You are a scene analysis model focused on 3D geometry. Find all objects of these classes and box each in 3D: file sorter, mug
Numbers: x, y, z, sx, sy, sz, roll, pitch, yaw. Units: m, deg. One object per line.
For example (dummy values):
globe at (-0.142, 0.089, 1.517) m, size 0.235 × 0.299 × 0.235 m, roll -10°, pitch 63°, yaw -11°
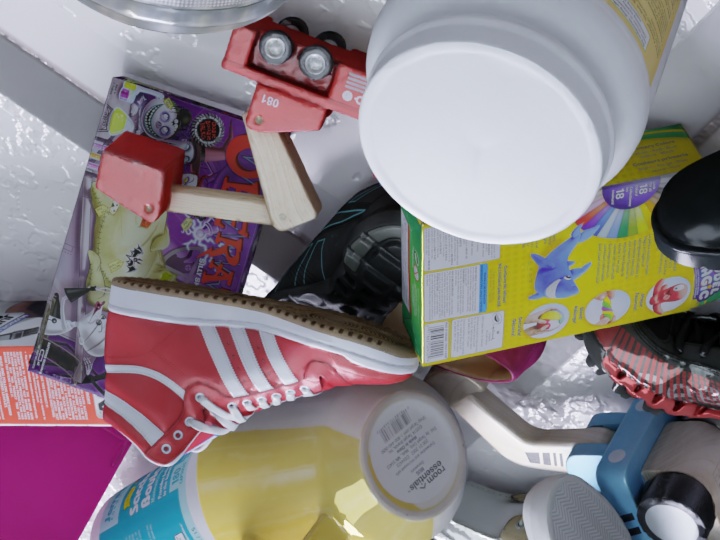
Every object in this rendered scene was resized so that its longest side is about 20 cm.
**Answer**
file sorter at (-0.306, 0.155, 1.470) m, size 0.200 × 0.139 × 0.125 m, roll 32°, pitch 137°, yaw -7°
mug at (-0.010, 0.148, 1.275) m, size 0.149 × 0.187 × 0.153 m, roll 17°, pitch 160°, yaw -31°

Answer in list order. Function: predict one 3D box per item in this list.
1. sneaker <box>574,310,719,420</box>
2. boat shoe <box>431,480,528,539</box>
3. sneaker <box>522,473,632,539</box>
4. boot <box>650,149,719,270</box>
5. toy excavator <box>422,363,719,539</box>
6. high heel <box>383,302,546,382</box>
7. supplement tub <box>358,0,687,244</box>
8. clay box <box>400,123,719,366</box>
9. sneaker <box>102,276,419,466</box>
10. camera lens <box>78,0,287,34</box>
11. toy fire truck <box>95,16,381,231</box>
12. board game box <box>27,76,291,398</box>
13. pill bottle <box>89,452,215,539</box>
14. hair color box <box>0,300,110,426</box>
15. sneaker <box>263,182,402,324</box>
sneaker at (0.233, 0.056, 1.187) m, size 0.200 × 0.071 × 0.098 m, roll 25°, pitch 136°, yaw -2°
boat shoe at (0.123, 0.186, 1.362) m, size 0.200 × 0.075 × 0.068 m, roll 26°, pitch 126°, yaw -6°
sneaker at (0.128, 0.208, 1.262) m, size 0.115 × 0.074 × 0.200 m, roll -1°, pitch 132°, yaw 42°
boot at (0.247, -0.087, 1.022) m, size 0.198 × 0.073 × 0.163 m, roll -9°, pitch 135°, yaw 5°
toy excavator at (0.155, 0.130, 1.282) m, size 0.200 × 0.100 × 0.195 m, roll -4°, pitch 128°, yaw 38°
high heel at (0.032, 0.047, 1.249) m, size 0.200 × 0.096 × 0.067 m, roll -19°, pitch 120°, yaw 36°
supplement tub at (0.087, -0.123, 0.994) m, size 0.145 × 0.200 × 0.146 m, roll 12°, pitch 134°, yaw 13°
clay box at (0.125, -0.017, 1.137) m, size 0.199 × 0.048 × 0.115 m, roll -12°, pitch 133°, yaw -11°
sneaker at (-0.066, 0.074, 1.189) m, size 0.199 × 0.071 × 0.113 m, roll 11°, pitch 94°, yaw 15°
camera lens at (-0.088, -0.235, 0.997) m, size 0.160 × 0.160 × 0.200 m, roll 22°, pitch 136°, yaw 4°
toy fire truck at (-0.047, -0.077, 1.168) m, size 0.200 × 0.049 × 0.141 m, roll 21°, pitch 111°, yaw 4°
board game box at (-0.130, -0.011, 1.239) m, size 0.120 × 0.032 × 0.200 m, roll 18°, pitch 99°, yaw 3°
pill bottle at (-0.129, 0.197, 1.449) m, size 0.111 × 0.111 × 0.200 m, roll 42°, pitch 133°, yaw -16°
hair color box at (-0.218, 0.063, 1.358) m, size 0.200 × 0.111 × 0.064 m, roll -1°, pitch 105°, yaw 24°
sneaker at (0.000, 0.000, 1.237) m, size 0.075 × 0.079 × 0.200 m, roll 36°, pitch 139°, yaw -17°
